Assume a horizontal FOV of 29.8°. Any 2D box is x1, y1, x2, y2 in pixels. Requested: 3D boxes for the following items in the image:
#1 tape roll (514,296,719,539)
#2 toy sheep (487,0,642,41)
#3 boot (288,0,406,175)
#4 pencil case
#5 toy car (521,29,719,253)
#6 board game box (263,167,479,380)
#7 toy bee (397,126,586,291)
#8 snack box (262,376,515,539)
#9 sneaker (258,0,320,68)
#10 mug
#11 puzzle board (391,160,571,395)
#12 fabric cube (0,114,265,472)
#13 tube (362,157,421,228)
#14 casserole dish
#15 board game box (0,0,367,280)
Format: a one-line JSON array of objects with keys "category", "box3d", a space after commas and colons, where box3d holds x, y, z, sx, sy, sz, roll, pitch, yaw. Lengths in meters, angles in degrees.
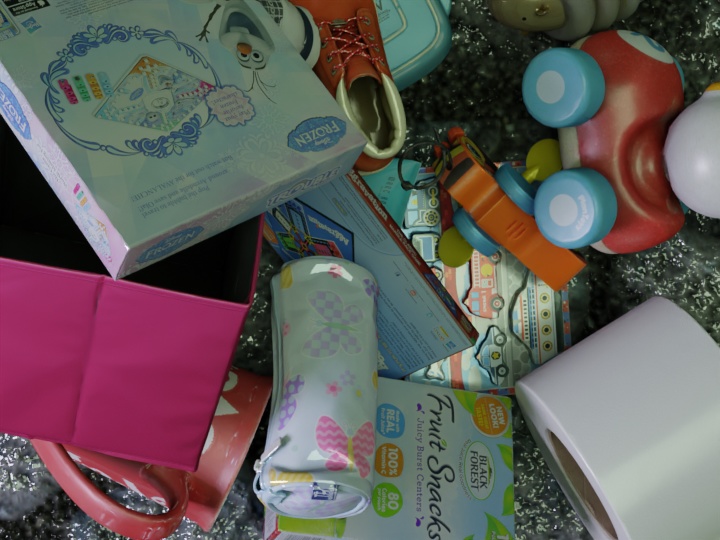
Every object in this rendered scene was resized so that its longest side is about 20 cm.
[{"category": "tape roll", "box3d": [0.234, 0.141, 1.095, 0.139, 0.203, 0.204, -31, 97, -5]}, {"category": "toy sheep", "box3d": [0.185, -0.264, 1.104, 0.199, 0.138, 0.138, -38, 97, -9]}, {"category": "boot", "box3d": [-0.009, -0.175, 1.056, 0.074, 0.107, 0.202, -18, 94, -6]}, {"category": "pencil case", "box3d": [-0.032, 0.090, 1.040, 0.090, 0.083, 0.202, 5, 62, -4]}, {"category": "toy car", "box3d": [0.258, -0.106, 1.051, 0.199, 0.184, 0.179, -4, 95, 37]}, {"category": "board game box", "box3d": [0.000, 0.000, 1.104, 0.103, 0.019, 0.200, -27, 110, 32]}, {"category": "toy bee", "box3d": [0.106, -0.073, 1.107, 0.130, 0.109, 0.201, -26, 127, 5]}, {"category": "snack box", "box3d": [0.025, 0.162, 1.101, 0.198, 0.053, 0.143, 11, 62, -15]}, {"category": "sneaker", "box3d": [-0.125, -0.139, 1.034, 0.200, 0.080, 0.077, -42, 72, 20]}, {"category": "mug", "box3d": [-0.184, 0.108, 1.058, 0.199, 0.178, 0.134, 25, 96, -4]}, {"category": "puzzle board", "box3d": [0.106, 0.009, 1.163, 0.149, 0.017, 0.202, -5, 94, -7]}, {"category": "fabric cube", "box3d": [-0.180, -0.007, 0.959, 0.198, 0.200, 0.197, 12, 49, -10]}, {"category": "tube", "box3d": [-0.054, -0.080, 1.124, 0.198, 0.050, 0.078, 15, 111, -10]}, {"category": "casserole dish", "box3d": [-0.012, -0.193, 1.126, 0.199, 0.039, 0.122, -30, 97, -5]}, {"category": "board game box", "box3d": [-0.129, -0.116, 0.890, 0.199, 0.043, 0.200, -27, 72, -35]}]
